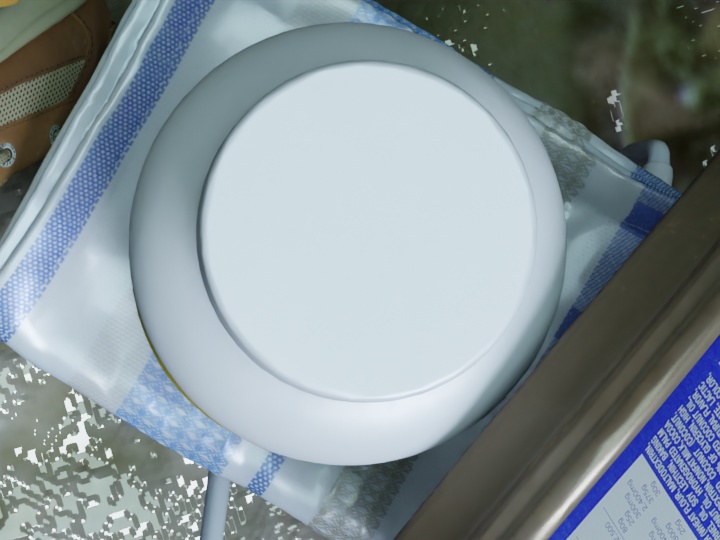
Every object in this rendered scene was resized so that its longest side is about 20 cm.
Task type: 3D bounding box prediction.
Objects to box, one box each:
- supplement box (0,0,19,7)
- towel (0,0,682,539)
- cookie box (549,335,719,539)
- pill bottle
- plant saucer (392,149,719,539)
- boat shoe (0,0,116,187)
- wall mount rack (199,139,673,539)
[{"bbox_3d":[-0.146,-0.168,0.751,0.068,0.067,0.201,-9,66,-9],"label":"supplement box"},{"bbox_3d":[0.000,0.000,0.771,0.199,0.024,0.147,31,86,-7],"label":"towel"},{"bbox_3d":[0.130,0.087,0.723,0.171,0.200,0.075,-2,50,-41],"label":"cookie box"},{"bbox_3d":[-0.006,-0.004,0.655,0.104,0.200,0.105,0,88,-4],"label":"pill bottle"},{"bbox_3d":[0.056,0.034,0.675,0.029,0.200,0.200,40,85,6],"label":"plant saucer"},{"bbox_3d":[-0.137,-0.029,0.760,0.200,0.075,0.074,-40,119,-38],"label":"boat shoe"},{"bbox_3d":[0.018,0.034,0.818,0.199,0.075,0.175,11,92,-8],"label":"wall mount rack"}]
